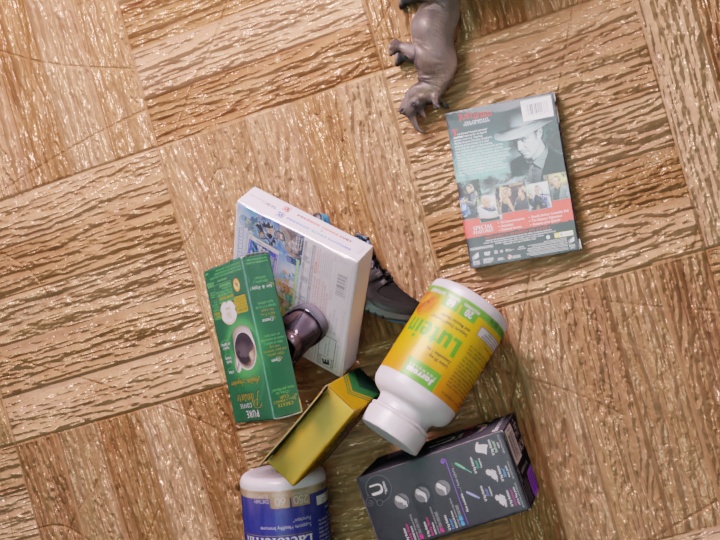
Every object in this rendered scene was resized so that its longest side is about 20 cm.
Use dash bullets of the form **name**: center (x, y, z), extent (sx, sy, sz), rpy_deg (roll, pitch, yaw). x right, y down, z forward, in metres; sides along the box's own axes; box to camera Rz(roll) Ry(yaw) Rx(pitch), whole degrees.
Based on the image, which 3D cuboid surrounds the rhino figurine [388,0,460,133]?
- **rhino figurine**: center (0.082, -0.276, 1.604), extent (0.086, 0.060, 0.203), rpy_deg (5, 96, 17)

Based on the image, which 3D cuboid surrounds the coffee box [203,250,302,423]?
- **coffee box**: center (-0.135, 0.086, 1.569), extent (0.123, 0.044, 0.202), rpy_deg (-18, 83, 59)

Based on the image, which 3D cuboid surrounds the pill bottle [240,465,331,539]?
- **pill bottle**: center (-0.093, 0.361, 1.654), extent (0.114, 0.116, 0.203), rpy_deg (-5, 93, 14)

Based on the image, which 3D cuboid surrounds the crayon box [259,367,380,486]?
- **crayon box**: center (-0.046, 0.196, 1.589), extent (0.051, 0.200, 0.127), rpy_deg (41, 102, 8)

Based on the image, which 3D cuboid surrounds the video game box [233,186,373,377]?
- **video game box**: center (-0.079, 0.017, 1.605), extent (0.181, 0.047, 0.201), rpy_deg (26, 134, 18)

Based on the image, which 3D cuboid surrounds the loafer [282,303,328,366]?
- **loafer**: center (-0.112, 0.109, 1.622), extent (0.072, 0.063, 0.200), rpy_deg (45, 138, 0)

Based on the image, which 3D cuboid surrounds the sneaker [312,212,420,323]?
- **sneaker**: center (0.000, 0.000, 1.632), extent (0.199, 0.073, 0.082), rpy_deg (30, 97, 9)

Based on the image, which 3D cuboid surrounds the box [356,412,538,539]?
- **box**: center (0.111, 0.267, 1.594), extent (0.198, 0.122, 0.107), rpy_deg (-21, 89, 14)

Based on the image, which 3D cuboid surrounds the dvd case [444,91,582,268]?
- **dvd case**: center (0.193, -0.113, 1.605), extent (0.144, 0.022, 0.202), rpy_deg (-10, 92, 14)

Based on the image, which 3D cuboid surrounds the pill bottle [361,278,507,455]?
- **pill bottle**: center (0.087, 0.121, 1.567), extent (0.110, 0.111, 0.201), rpy_deg (31, 79, 10)
